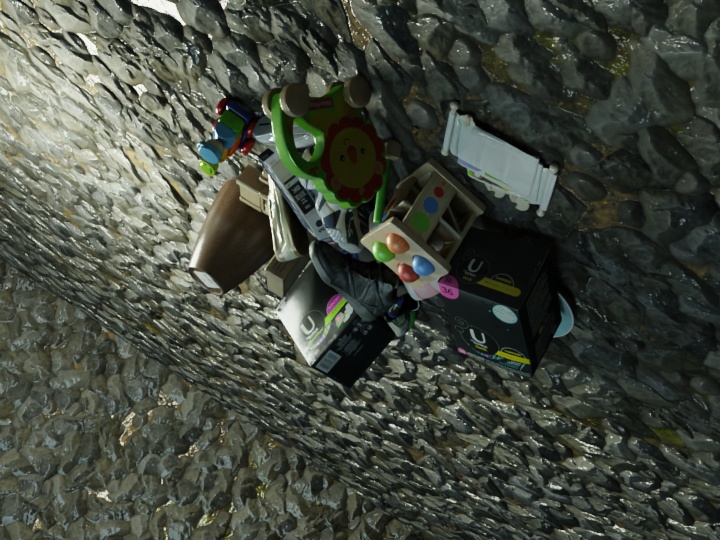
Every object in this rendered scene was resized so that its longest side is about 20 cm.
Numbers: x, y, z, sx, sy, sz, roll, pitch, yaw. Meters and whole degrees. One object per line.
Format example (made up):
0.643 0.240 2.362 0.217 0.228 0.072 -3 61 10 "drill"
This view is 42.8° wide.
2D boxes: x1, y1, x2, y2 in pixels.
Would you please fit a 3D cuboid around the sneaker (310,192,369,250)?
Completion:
-0.026 -0.071 1.719 0.199 0.083 0.070 37 -173 3 "sneaker"

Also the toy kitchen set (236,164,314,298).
-0.181 -0.101 1.764 0.198 0.182 0.164 29 154 11 "toy kitchen set"

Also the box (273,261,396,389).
-0.053 0.100 1.804 0.124 0.149 0.200 35 -169 -42 "box"

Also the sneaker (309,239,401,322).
0.000 0.000 1.631 0.113 0.077 0.199 -30 120 27 "sneaker"

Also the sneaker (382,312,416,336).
0.058 0.078 1.893 0.077 0.086 0.201 20 152 28 "sneaker"

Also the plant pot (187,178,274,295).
-0.270 -0.054 1.933 0.184 0.202 0.188 27 154 14 "plant pot"

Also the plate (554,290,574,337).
0.289 0.046 1.620 0.198 0.026 0.201 29 154 15 "plate"

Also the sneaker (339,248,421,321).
0.041 0.026 1.734 0.196 0.116 0.081 22 121 -13 "sneaker"

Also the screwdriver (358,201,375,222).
-0.022 -0.151 1.651 0.029 0.028 0.200 -23 127 28 "screwdriver"

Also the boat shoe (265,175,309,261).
-0.146 -0.118 1.684 0.064 0.204 0.072 -16 172 31 "boat shoe"

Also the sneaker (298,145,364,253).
-0.013 -0.135 1.550 0.128 0.080 0.202 -26 103 17 "sneaker"

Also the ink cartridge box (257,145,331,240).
-0.103 -0.120 1.603 0.201 0.039 0.099 55 173 -25 "ink cartridge box"

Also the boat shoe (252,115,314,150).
-0.114 -0.238 1.587 0.062 0.073 0.199 34 170 -33 "boat shoe"

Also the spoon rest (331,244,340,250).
-0.038 -0.030 1.852 0.099 0.061 0.200 39 154 -9 "spoon rest"

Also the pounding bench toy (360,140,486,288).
0.070 -0.092 1.491 0.199 0.157 0.124 40 155 -11 "pounding bench toy"

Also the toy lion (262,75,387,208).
-0.043 -0.189 1.394 0.068 0.198 0.196 -1 101 48 "toy lion"

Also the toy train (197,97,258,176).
-0.262 -0.223 1.723 0.084 0.117 0.200 34 155 -1 "toy train"

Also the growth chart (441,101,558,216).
0.204 -0.159 1.370 0.198 0.018 0.145 32 156 7 "growth chart"

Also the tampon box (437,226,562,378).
0.234 0.054 1.520 0.148 0.127 0.201 18 150 31 "tampon box"

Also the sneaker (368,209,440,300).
0.102 -0.037 1.660 0.103 0.076 0.202 -13 121 39 "sneaker"
